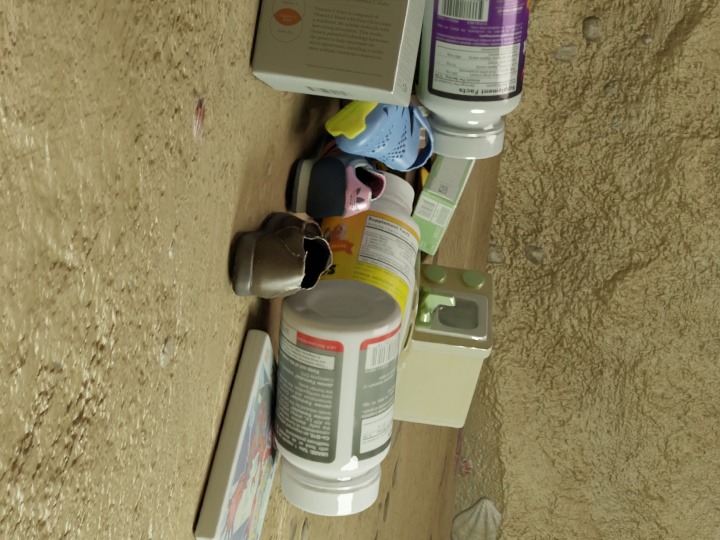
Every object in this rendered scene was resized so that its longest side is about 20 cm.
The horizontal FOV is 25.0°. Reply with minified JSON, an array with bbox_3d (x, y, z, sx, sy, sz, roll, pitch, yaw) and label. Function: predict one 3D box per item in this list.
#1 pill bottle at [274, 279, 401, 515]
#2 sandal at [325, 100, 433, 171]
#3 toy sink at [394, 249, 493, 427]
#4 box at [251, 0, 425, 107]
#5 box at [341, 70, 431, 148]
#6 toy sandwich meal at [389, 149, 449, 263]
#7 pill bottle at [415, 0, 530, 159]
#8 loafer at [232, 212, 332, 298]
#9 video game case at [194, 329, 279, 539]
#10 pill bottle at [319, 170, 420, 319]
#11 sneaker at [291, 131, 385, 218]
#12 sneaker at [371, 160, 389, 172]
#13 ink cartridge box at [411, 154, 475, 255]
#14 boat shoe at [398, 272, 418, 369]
[{"bbox_3d":[-0.024,0.120,1.534,0.114,0.113,0.201,-60,157,-64],"label":"pill bottle"},{"bbox_3d":[0.028,-0.137,1.595,0.087,0.079,0.200,58,19,0],"label":"sandal"},{"bbox_3d":[0.095,0.071,1.934,0.131,0.111,0.201,-86,-175,-46],"label":"toy sink"},{"bbox_3d":[-0.009,-0.250,1.375,0.097,0.124,0.201,9,90,-81],"label":"box"},{"bbox_3d":[0.053,-0.209,1.816,0.200,0.100,0.075,-65,148,-57],"label":"box"},{"bbox_3d":[0.060,-0.103,2.017,0.205,0.070,0.206,-172,-90,-72],"label":"toy sandwich meal"},{"bbox_3d":[0.113,-0.221,1.653,0.111,0.111,0.201,-61,157,-64],"label":"pill bottle"},{"bbox_3d":[-0.059,-0.005,1.458,0.200,0.071,0.073,-43,141,-75],"label":"loafer"},{"bbox_3d":[-0.105,0.182,1.509,0.182,0.023,0.201,79,22,-63],"label":"video game case"},{"bbox_3d":[0.000,0.000,1.702,0.109,0.109,0.201,77,24,-66],"label":"pill bottle"},{"bbox_3d":[-0.010,-0.093,1.633,0.200,0.082,0.071,-60,157,-66],"label":"sneaker"},{"bbox_3d":[0.022,-0.082,1.869,0.200,0.070,0.091,-23,125,-77],"label":"sneaker"},{"bbox_3d":[0.109,-0.135,1.843,0.146,0.048,0.201,108,5,-67],"label":"ink cartridge box"},{"bbox_3d":[0.024,0.082,1.758,0.068,0.074,0.201,42,60,-50],"label":"boat shoe"}]
